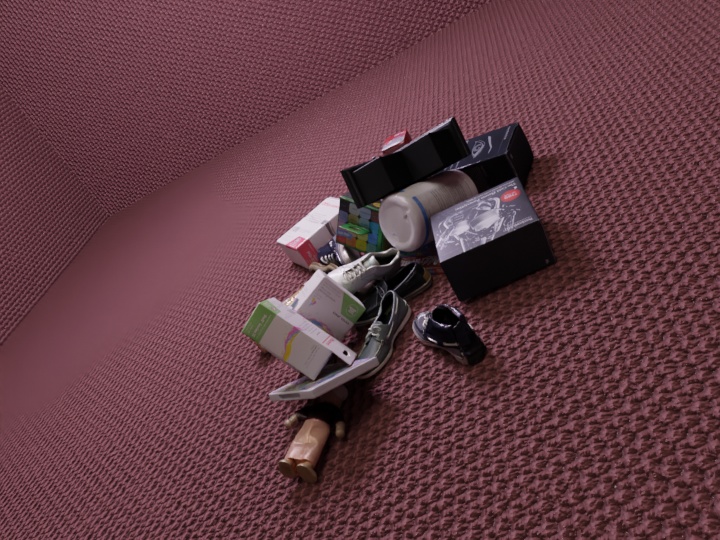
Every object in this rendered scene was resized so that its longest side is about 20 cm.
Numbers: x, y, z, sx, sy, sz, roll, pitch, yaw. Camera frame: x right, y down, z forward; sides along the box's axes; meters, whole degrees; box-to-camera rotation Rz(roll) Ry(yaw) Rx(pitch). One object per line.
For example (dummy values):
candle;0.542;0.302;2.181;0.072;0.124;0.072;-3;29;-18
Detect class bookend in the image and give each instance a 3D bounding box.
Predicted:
bookend;0.097;-0.231;1.450;0.198;0.093;0.199;-24;2;43

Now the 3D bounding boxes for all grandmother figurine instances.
grandmother figurine;-0.078;0.276;1.198;0.120;0.061;0.200;11;41;19

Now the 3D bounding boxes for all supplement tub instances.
supplement tub;0.150;-0.133;1.474;0.199;0.133;0.131;-25;18;-34

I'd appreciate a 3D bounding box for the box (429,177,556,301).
box;0.251;-0.063;1.312;0.199;0.104;0.183;-24;31;13

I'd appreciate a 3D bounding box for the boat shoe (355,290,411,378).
boat shoe;0.033;0.122;1.317;0.072;0.062;0.200;-6;39;42

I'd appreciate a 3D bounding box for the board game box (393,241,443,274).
board game box;0.133;-0.028;1.507;0.199;0.020;0.103;-5;39;45

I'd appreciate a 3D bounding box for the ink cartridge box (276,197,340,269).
ink cartridge box;-0.110;-0.104;1.847;0.200;0.085;0.145;-43;27;-14

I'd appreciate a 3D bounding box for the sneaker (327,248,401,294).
sneaker;0.000;0.000;1.442;0.199;0.071;0.080;-25;-19;-18

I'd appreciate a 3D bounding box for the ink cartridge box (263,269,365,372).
ink cartridge box;-0.099;0.115;1.369;0.200;0.117;0.067;-51;20;3

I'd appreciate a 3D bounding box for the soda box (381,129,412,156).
soda box;0.129;-0.240;1.663;0.063;0.201;0.070;-20;29;24

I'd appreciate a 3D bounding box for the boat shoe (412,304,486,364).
boat shoe;0.142;0.092;1.206;0.075;0.093;0.200;-41;27;-15

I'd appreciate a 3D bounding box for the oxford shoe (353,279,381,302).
oxford shoe;-0.027;0.051;1.487;0.200;0.085;0.073;-40;25;-15

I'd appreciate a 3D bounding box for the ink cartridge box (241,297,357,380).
ink cartridge box;-0.109;0.135;1.252;0.068;0.199;0.117;-57;-4;5

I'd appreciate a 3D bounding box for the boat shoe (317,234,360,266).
boat shoe;-0.055;-0.029;1.665;0.093;0.075;0.200;-38;18;10

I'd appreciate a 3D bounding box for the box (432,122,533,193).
box;0.290;-0.244;1.592;0.199;0.105;0.148;-13;33;36

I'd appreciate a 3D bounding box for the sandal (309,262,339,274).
sandal;-0.071;0.022;1.604;0.199;0.080;0.054;9;66;59

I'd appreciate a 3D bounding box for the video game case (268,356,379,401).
video game case;-0.071;0.200;1.234;0.142;0.018;0.200;-22;0;-31

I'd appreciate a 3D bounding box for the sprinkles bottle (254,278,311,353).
sprinkles bottle;-0.167;0.106;1.573;0.200;0.068;0.068;-40;26;-11

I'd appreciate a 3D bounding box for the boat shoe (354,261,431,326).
boat shoe;0.054;0.048;1.422;0.199;0.062;0.075;-32;27;8

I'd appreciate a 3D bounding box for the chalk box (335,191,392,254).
chalk box;0.023;-0.118;1.573;0.124;0.125;0.200;22;36;22
